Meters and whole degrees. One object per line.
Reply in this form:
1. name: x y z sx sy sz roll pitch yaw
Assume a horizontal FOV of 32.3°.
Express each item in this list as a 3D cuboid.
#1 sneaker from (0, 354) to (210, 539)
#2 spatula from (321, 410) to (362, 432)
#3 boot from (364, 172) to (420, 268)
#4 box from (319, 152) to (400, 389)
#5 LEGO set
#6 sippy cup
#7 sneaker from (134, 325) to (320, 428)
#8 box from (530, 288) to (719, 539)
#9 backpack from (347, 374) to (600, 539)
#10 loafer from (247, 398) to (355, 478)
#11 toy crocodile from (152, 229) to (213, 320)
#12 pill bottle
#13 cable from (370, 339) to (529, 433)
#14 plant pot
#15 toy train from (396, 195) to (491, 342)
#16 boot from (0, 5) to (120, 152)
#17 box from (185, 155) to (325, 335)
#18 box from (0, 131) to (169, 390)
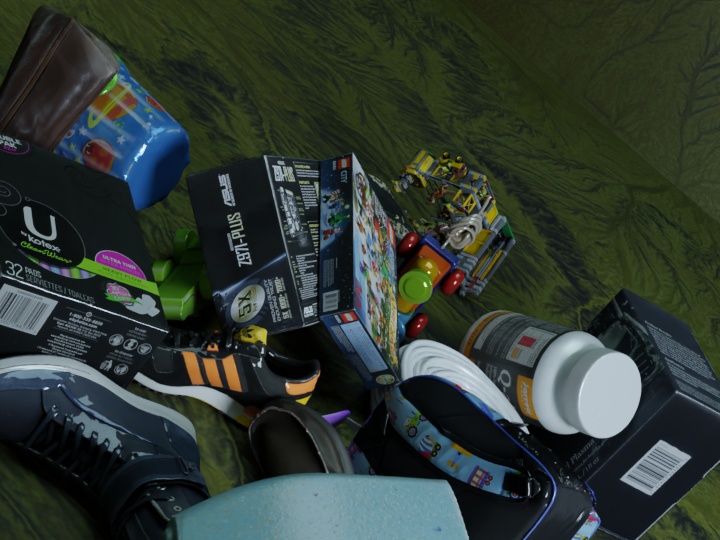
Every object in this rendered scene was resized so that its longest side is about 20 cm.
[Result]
1. sneaker: -0.193 0.145 0.911 0.202 0.077 0.146 24 25 -33
2. spatula: 0.018 0.153 1.177 0.199 0.057 0.021 8 59 -24
3. boot: -0.002 -0.071 1.587 0.203 0.074 0.154 26 24 -42
4. box: 0.000 0.000 1.267 0.137 0.038 0.201 58 24 -48
5. LEGO set: 0.113 -0.055 1.667 0.153 0.116 0.200 26 -22 28
6. sippy cup: -0.243 -0.130 1.227 0.130 0.140 0.178 36 11 21
7. sneaker: -0.129 0.073 1.117 0.200 0.090 0.070 28 26 -24
8. box: 0.312 0.167 1.451 0.124 0.200 0.197 29 25 -23
9. backpack: 0.085 0.200 1.109 0.200 0.183 0.134 42 12 38
10. loafer: -0.042 0.189 1.053 0.071 0.073 0.200 10 37 -52
11. toy crocodile: -0.160 0.004 1.241 0.067 0.062 0.200 0 24 10
12. pill bottle: 0.210 0.117 1.399 0.116 0.117 0.200 22 -3 -34
13. cable: 0.100 0.164 1.313 0.200 0.069 0.200 35 24 -9
14. plant pot: -0.048 0.252 0.808 0.199 0.196 0.197 15 31 -23
15. toy train: 0.073 0.000 1.396 0.085 0.200 0.116 39 20 0
16. boot: -0.327 -0.177 1.139 0.186 0.200 0.064 40 27 5
17. box: -0.081 -0.024 1.234 0.200 0.086 0.164 -15 92 -74
18. box: -0.262 0.005 1.003 0.148 0.124 0.200 23 27 -35
